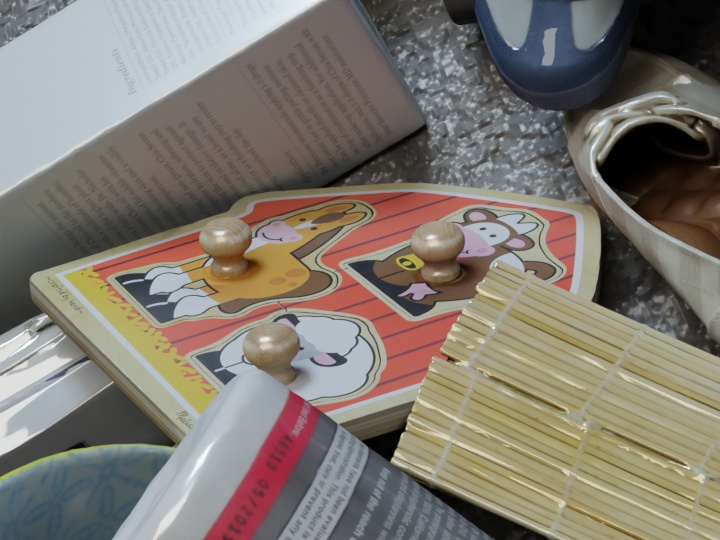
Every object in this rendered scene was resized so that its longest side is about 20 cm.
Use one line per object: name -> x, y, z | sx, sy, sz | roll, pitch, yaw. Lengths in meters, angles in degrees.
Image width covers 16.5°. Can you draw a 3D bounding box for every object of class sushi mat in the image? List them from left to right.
sushi mat -> 0.114, 0.068, 0.806 | 0.199, 0.012, 0.096 | 24, 55, 12

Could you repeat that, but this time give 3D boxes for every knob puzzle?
knob puzzle -> 0.000, 0.000, 0.908 | 0.218, 0.031, 0.220 | -5, 25, 3

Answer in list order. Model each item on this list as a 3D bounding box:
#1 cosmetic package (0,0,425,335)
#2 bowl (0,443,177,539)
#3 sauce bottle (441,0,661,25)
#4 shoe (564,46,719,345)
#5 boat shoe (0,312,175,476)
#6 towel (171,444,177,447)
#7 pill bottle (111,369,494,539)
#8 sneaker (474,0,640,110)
cosmetic package -> -0.086, -0.056, 0.995 | 0.199, 0.102, 0.072 | -31, 54, 4
bowl -> -0.078, 0.169, 0.823 | 0.108, 0.199, 0.201 | 131, 142, -50
sauce bottle -> 0.126, -0.139, 0.969 | 0.198, 0.065, 0.065 | -12, 59, 15
shoe -> 0.123, -0.032, 0.898 | 0.070, 0.053, 0.200 | -33, 40, 2
boat shoe -> -0.151, 0.062, 0.977 | 0.199, 0.072, 0.066 | -31, 51, 4
towel -> -0.074, 0.138, 0.930 | 0.199, 0.023, 0.144 | -34, 54, 3
pill bottle -> 0.014, 0.130, 0.757 | 0.199, 0.111, 0.111 | 36, 78, -4
sneaker -> 0.070, -0.162, 0.909 | 0.070, 0.082, 0.202 | 1, 88, 11
